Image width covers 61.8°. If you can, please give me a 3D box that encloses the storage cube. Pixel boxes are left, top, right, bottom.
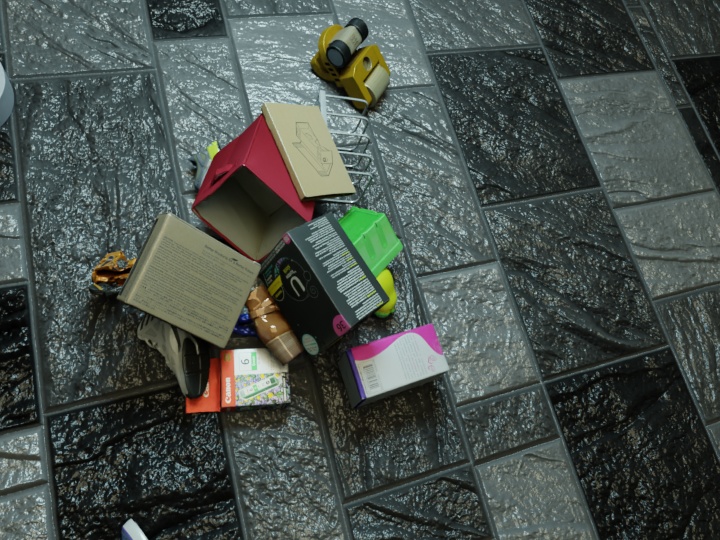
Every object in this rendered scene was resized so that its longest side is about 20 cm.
[{"bbox_3d":[-0.198,-0.161,1.189,0.199,0.169,0.183,40,37,-29],"label":"storage cube"}]

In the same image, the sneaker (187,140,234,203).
[{"bbox_3d":[-0.310,-0.171,1.289,0.079,0.074,0.205,-19,75,1],"label":"sneaker"}]

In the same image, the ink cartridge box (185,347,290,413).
[{"bbox_3d":[-0.236,0.211,1.156,0.194,0.050,0.112,0,68,-16],"label":"ink cartridge box"}]

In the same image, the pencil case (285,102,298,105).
[{"bbox_3d":[-0.166,-0.274,1.349,0.081,0.091,0.205,12,67,-10],"label":"pencil case"}]

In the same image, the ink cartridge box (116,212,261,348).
[{"bbox_3d":[-0.299,0.020,1.063,0.198,0.074,0.168,32,75,-32],"label":"ink cartridge box"}]

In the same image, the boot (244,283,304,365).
[{"bbox_3d":[-0.132,0.074,1.194,0.156,0.073,0.199,54,40,1],"label":"boot"}]

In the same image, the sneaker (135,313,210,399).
[{"bbox_3d":[-0.357,0.148,1.138,0.113,0.075,0.206,-18,79,22],"label":"sneaker"}]

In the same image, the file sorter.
[{"bbox_3d":[-0.047,-0.271,1.356,0.121,0.139,0.206,3,68,-17],"label":"file sorter"}]

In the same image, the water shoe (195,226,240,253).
[{"bbox_3d":[-0.326,-0.045,1.219,0.194,0.079,0.073,11,66,-11],"label":"water shoe"}]

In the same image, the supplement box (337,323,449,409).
[{"bbox_3d":[0.065,0.194,1.219,0.195,0.104,0.104,-14,72,-19],"label":"supplement box"}]

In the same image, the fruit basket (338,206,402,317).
[{"bbox_3d":[0.000,0.000,1.275,0.153,0.218,0.217,16,57,35],"label":"fruit basket"}]

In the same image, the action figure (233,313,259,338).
[{"bbox_3d":[-0.241,0.097,1.179,0.194,0.099,0.067,2,66,-12],"label":"action figure"}]

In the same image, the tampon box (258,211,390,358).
[{"bbox_3d":[-0.073,0.028,1.119,0.125,0.150,0.202,-29,82,-44],"label":"tampon box"}]

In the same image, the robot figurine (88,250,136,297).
[{"bbox_3d":[-0.413,0.000,1.140,0.194,0.060,0.146,-3,24,-3],"label":"robot figurine"}]

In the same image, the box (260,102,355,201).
[{"bbox_3d":[-0.100,-0.237,1.194,0.162,0.021,0.204,-15,77,-52],"label":"box"}]

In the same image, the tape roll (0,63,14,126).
[{"bbox_3d":[-0.820,-0.366,1.220,0.194,0.066,0.206,6,67,-14],"label":"tape roll"}]

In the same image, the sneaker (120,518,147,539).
[{"bbox_3d":[-0.383,0.532,0.970,0.144,0.081,0.203,-28,84,-28],"label":"sneaker"}]

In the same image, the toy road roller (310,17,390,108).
[{"bbox_3d":[-0.032,-0.502,1.479,0.201,0.144,0.124,53,58,-32],"label":"toy road roller"}]
